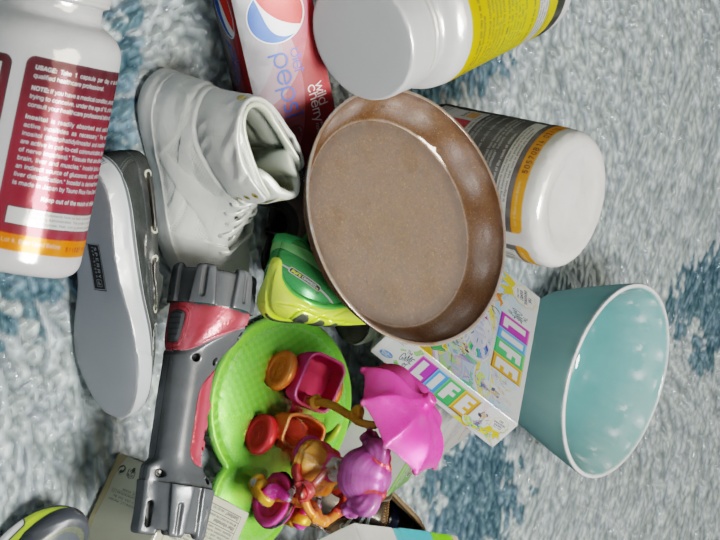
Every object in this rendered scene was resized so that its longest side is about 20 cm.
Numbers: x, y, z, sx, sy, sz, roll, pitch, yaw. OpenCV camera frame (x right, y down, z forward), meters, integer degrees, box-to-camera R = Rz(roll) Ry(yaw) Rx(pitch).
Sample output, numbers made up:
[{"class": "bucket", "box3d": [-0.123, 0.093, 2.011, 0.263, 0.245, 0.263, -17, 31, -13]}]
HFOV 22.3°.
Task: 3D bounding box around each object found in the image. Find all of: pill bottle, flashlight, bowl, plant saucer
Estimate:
[{"class": "pill bottle", "box3d": [0.094, -0.077, 1.531, 0.116, 0.200, 0.117, -27, 124, -48]}, {"class": "flashlight", "box3d": [-0.122, 0.097, 1.356, 0.068, 0.067, 0.201, 67, 29, -81]}, {"class": "pill bottle", "box3d": [-0.218, -0.103, 1.184, 0.113, 0.113, 0.201, 5, 99, -53]}, {"class": "pill bottle", "box3d": [0.063, -0.204, 1.382, 0.200, 0.114, 0.115, -31, 126, -43]}, {"class": "bowl", "box3d": [0.217, 0.099, 1.845, 0.201, 0.105, 0.202, -23, 120, -47]}, {"class": "plant saucer", "box3d": [0.028, -0.039, 1.393, 0.200, 0.034, 0.201, 13, 70, -39]}]

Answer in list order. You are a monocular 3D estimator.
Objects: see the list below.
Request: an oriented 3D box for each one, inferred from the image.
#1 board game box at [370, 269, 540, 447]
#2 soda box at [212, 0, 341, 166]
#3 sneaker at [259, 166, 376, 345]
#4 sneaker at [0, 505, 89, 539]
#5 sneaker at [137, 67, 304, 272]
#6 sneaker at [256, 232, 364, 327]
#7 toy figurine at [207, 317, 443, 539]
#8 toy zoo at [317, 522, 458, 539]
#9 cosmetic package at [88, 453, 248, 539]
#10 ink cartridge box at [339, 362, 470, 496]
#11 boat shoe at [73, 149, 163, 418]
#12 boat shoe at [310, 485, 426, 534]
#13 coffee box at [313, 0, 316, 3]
[{"class": "board game box", "box3d": [0.085, 0.045, 1.573, 0.134, 0.034, 0.200, 38, 30, -12]}, {"class": "soda box", "box3d": [-0.068, -0.176, 1.376, 0.063, 0.070, 0.201, -20, 124, -13]}, {"class": "sneaker", "box3d": [-0.044, -0.011, 1.507, 0.082, 0.077, 0.200, -27, 128, -12]}, {"class": "sneaker", "box3d": [-0.244, 0.265, 1.317, 0.074, 0.081, 0.200, 44, 67, -51]}, {"class": "sneaker", "box3d": [-0.094, -0.050, 1.369, 0.074, 0.115, 0.201, -45, 137, -36]}, {"class": "sneaker", "box3d": [0.000, 0.000, 1.427, 0.200, 0.074, 0.084, -2, 98, -54]}, {"class": "toy figurine", "box3d": [-0.019, 0.139, 1.449, 0.150, 0.184, 0.201, 28, 75, -37]}, {"class": "toy zoo", "box3d": [-0.014, 0.260, 1.597, 0.200, 0.131, 0.021, 17, 47, -54]}, {"class": "cosmetic package", "box3d": [-0.175, 0.255, 1.412, 0.104, 0.073, 0.201, 39, 72, -51]}, {"class": "ink cartridge box", "box3d": [0.069, 0.109, 1.635, 0.200, 0.067, 0.117, -26, 150, -59]}, {"class": "boat shoe", "box3d": [-0.170, 0.009, 1.331, 0.057, 0.068, 0.201, -25, 120, -46]}, {"class": "boat shoe", "box3d": [-0.006, 0.204, 1.616, 0.200, 0.072, 0.072, 25, 84, -53]}, {"class": "coffee box", "box3d": [0.037, -0.302, 1.474, 0.114, 0.080, 0.201, 3, 101, -53]}]
